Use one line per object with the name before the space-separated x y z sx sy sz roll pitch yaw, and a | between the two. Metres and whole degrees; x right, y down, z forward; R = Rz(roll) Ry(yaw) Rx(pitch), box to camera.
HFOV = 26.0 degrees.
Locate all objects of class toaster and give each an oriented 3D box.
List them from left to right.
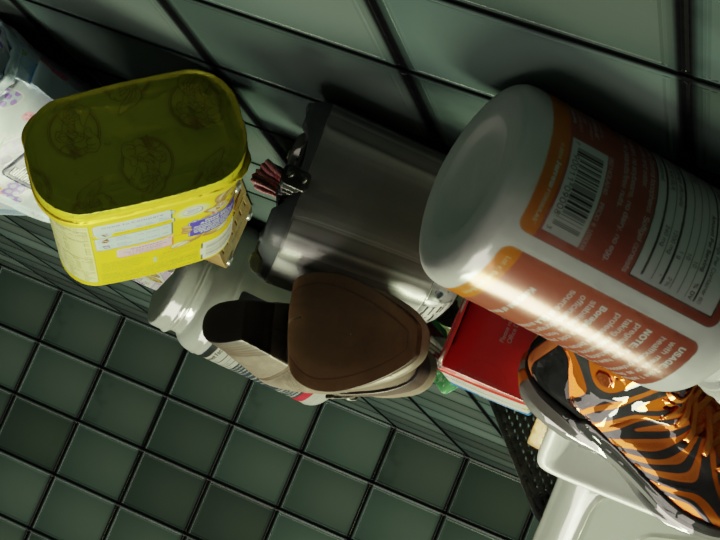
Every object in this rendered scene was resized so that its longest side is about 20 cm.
toaster | 0.005 -0.033 1.013 0.128 0.115 0.200 20 169 -4

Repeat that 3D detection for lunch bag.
lunch bag | -0.281 -0.115 1.221 0.199 0.128 0.169 1 161 35

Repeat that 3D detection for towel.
towel | 0.000 0.000 1.182 0.200 0.023 0.144 47 -176 7

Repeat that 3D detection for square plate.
square plate | 0.230 0.212 1.199 0.196 0.029 0.201 7 130 -10

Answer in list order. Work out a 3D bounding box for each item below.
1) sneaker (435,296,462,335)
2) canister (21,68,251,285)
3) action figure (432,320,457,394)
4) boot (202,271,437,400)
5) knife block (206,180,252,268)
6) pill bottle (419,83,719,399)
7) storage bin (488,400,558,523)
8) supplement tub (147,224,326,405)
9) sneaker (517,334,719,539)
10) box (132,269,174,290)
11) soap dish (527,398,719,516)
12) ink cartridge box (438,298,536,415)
sneaker | 0.071 0.008 1.269 0.088 0.077 0.200 39 174 22
canister | -0.159 -0.059 1.123 0.147 0.087 0.200 -15 167 -10
action figure | 0.025 0.040 1.365 0.118 0.055 0.200 17 -160 -47
boot | 0.001 0.051 0.995 0.199 0.071 0.146 6 170 42
knife block | -0.191 -0.071 1.429 0.174 0.064 0.200 22 171 5
pill bottle | 0.139 -0.005 0.819 0.199 0.113 0.112 27 170 -18
storage bin | 0.201 0.143 1.297 0.135 0.094 0.201 27 -156 -25
supplement tub | -0.101 0.039 1.588 0.199 0.141 0.140 26 170 -17
sneaker | 0.195 0.087 0.927 0.199 0.078 0.112 30 143 -3
box | -0.188 -0.013 1.425 0.041 0.039 0.200 26 171 -9
soap dish | 0.209 0.082 1.044 0.156 0.082 0.201 21 143 7
ink cartridge box | 0.106 0.029 1.052 0.067 0.117 0.200 22 176 8
